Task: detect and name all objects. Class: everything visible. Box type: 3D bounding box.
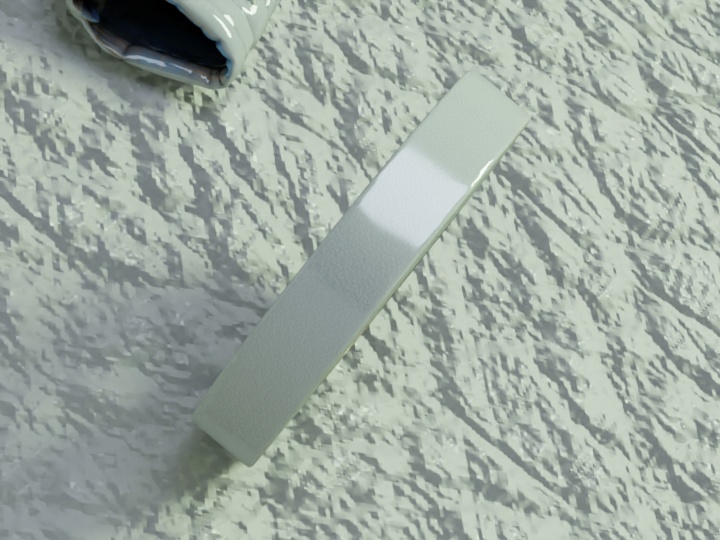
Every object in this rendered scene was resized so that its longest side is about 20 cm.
[{"bbox_3d":[-0.131,-0.169,1.238,0.200,0.074,0.096,30,40,-9],"label":"boot"},{"bbox_3d":[0.000,0.000,1.104,0.037,0.203,0.203,38,46,1],"label":"tape roll"}]
